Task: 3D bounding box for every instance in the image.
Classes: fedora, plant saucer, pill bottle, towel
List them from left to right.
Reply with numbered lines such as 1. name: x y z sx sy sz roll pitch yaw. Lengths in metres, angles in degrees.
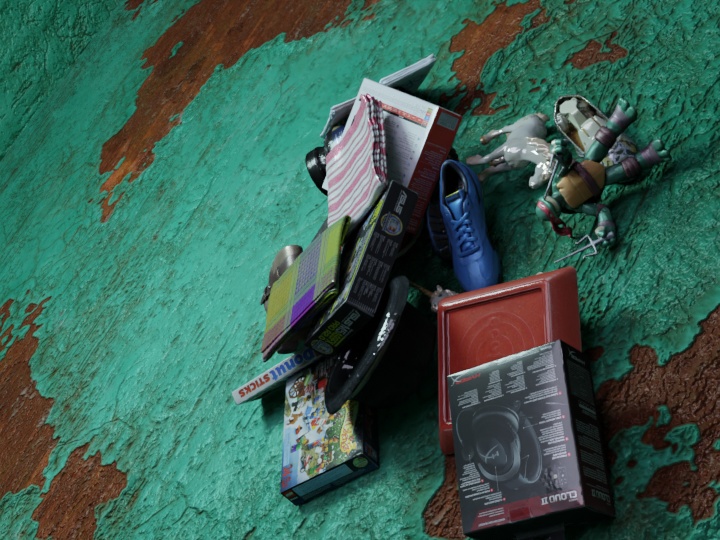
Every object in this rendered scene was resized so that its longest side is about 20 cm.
1. towel: -0.077 0.025 1.526 0.200 0.023 0.145 -45 27 39
2. towel: -0.012 -0.138 1.577 0.147 0.030 0.201 -54 27 38
3. pill bottle: 0.012 -0.204 1.830 0.199 0.112 0.113 -29 36 23
4. fedora: 0.035 0.110 1.423 0.202 0.091 0.201 -59 10 17
5. plant saucer: 0.166 0.105 1.327 0.198 0.037 0.202 -15 64 35

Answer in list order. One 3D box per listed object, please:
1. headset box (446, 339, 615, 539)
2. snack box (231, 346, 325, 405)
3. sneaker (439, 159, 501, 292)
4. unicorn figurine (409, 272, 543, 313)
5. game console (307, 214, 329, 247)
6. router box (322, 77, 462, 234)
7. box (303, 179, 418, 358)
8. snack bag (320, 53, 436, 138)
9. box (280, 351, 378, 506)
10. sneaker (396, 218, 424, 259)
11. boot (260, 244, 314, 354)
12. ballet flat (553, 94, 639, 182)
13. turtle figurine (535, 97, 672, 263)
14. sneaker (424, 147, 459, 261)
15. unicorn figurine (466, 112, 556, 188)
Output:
1. headset box: 0.180 0.195 1.200 0.148 0.077 0.202 -23 59 32
2. snack box: -0.091 0.136 1.615 0.199 0.072 0.024 -32 79 20
3. sneaker: 0.140 -0.057 1.516 0.065 0.078 0.202 -19 63 21
4. unicorn figurine: 0.161 0.057 1.430 0.198 0.074 0.138 -15 40 14
5. game console: -0.039 0.003 1.696 0.201 0.031 0.177 -57 35 14
6. router box: 0.041 -0.171 1.637 0.200 0.049 0.181 33 104 51
7. box: 0.000 0.000 1.491 0.160 0.044 0.201 -46 20 56
8. snack bag: 0.023 -0.285 1.854 0.199 0.022 0.189 -28 -2 -10
9. box: -0.042 0.203 1.513 0.136 0.038 0.201 -30 36 23
10. sneaker: 0.051 -0.100 1.698 0.076 0.085 0.201 -16 43 38
11. boot: -0.092 0.034 1.643 0.200 0.070 0.148 -29 60 54
12. ballet flat: 0.312 -0.186 1.518 0.072 0.072 0.201 -39 33 8
13. turtle figurine: 0.286 -0.114 1.415 0.200 0.150 0.101 -41 17 1
14. sneaker: 0.123 -0.094 1.635 0.074 0.079 0.202 1 55 -6
15. unicorn figurine: 0.224 -0.166 1.575 0.136 0.074 0.201 -18 40 33
